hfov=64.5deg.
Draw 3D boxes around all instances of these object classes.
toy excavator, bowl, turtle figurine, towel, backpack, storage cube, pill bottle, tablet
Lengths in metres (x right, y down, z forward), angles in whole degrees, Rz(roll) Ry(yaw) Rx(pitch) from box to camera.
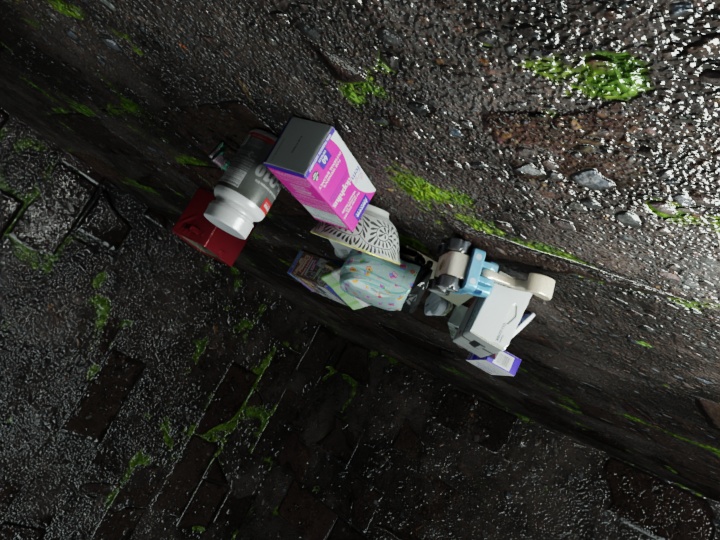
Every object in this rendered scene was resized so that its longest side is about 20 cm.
[{"bbox_3d":[0.251,0.012,1.112,0.198,0.101,0.194,17,171,-6],"label":"toy excavator"},{"bbox_3d":[0.003,-0.089,1.182,0.199,0.095,0.201,19,-179,0],"label":"bowl"},{"bbox_3d":[-0.268,-0.215,1.358,0.200,0.101,0.149,43,163,-29],"label":"turtle figurine"},{"bbox_3d":[0.015,0.028,1.471,0.199,0.031,0.149,-19,127,35],"label":"towel"},{"bbox_3d":[0.053,0.017,1.319,0.198,0.127,0.167,22,149,4],"label":"backpack"},{"bbox_3d":[-0.499,-0.149,1.964,0.170,0.181,0.200,23,166,28],"label":"storage cube"},{"bbox_3d":[-0.222,-0.171,1.152,0.113,0.201,0.114,27,169,6],"label":"pill bottle"},{"bbox_3d":[0.337,0.153,1.383,0.014,0.130,0.200,51,168,2],"label":"tablet"}]

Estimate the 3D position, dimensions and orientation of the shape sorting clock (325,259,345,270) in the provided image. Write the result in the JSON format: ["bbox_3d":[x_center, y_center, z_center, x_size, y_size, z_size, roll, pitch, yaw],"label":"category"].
[{"bbox_3d":[0.000,0.000,1.576,0.198,0.040,0.200,8,-176,0],"label":"shape sorting clock"}]

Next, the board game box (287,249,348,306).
[{"bbox_3d":[-0.127,0.026,2.020,0.199,0.097,0.159,19,165,40],"label":"board game box"}]

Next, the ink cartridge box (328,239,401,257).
[{"bbox_3d":[0.012,-0.083,1.369,0.172,0.044,0.200,0,161,12],"label":"ink cartridge box"}]

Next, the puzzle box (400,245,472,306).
[{"bbox_3d":[0.179,0.015,1.391,0.199,0.026,0.133,30,163,0],"label":"puzzle box"}]

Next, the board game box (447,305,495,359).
[{"bbox_3d":[0.329,0.174,1.608,0.147,0.065,0.200,26,169,19],"label":"board game box"}]

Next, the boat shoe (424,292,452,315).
[{"bbox_3d":[0.223,0.091,1.575,0.061,0.073,0.200,4,173,-3],"label":"boat shoe"}]

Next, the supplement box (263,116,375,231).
[{"bbox_3d":[-0.068,-0.170,1.038,0.103,0.102,0.200,21,167,31],"label":"supplement box"}]

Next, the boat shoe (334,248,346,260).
[{"bbox_3d":[0.022,-0.036,1.492,0.198,0.069,0.057,24,128,14],"label":"boat shoe"}]

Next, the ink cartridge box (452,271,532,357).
[{"bbox_3d":[0.282,0.101,1.238,0.083,0.145,0.200,28,168,4],"label":"ink cartridge box"}]

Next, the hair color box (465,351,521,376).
[{"bbox_3d":[0.440,0.298,1.903,0.109,0.065,0.200,29,167,-4],"label":"hair color box"}]
